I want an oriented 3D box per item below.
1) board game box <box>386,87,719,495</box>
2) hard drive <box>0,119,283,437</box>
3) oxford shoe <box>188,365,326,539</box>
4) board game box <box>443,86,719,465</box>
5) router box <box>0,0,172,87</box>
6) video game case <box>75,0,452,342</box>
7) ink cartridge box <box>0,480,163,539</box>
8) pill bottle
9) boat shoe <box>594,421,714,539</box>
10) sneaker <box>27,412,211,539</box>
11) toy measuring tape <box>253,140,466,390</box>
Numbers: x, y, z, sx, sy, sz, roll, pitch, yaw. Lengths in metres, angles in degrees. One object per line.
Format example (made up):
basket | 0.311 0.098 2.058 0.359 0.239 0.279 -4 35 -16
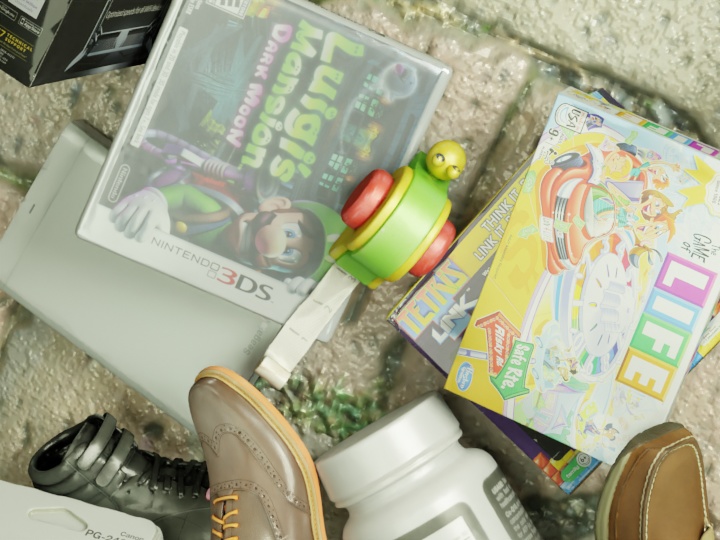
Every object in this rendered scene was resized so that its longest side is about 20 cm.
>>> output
board game box | 0.142 0.014 1.313 0.165 0.057 0.200 45 111 7
hard drive | -0.147 0.008 1.422 0.200 0.026 0.132 36 110 9
oxford shoe | -0.067 0.158 1.328 0.071 0.073 0.200 -27 89 50
board game box | 0.148 0.007 1.261 0.134 0.034 0.200 24 108 13
router box | -0.146 -0.200 1.285 0.052 0.200 0.157 33 108 10
video game case | -0.063 -0.077 1.341 0.181 0.023 0.200 23 102 -7
ink cartridge box | -0.209 0.255 1.427 0.145 0.083 0.200 12 128 16
pill bottle | 0.060 0.186 1.344 0.114 0.114 0.200 -30 90 21
boat shoe | 0.190 0.186 1.262 0.074 0.076 0.200 35 137 45
sneaker | -0.140 0.142 1.410 0.200 0.071 0.099 -14 119 24
toy measuring tape | 0.000 0.000 1.314 0.074 0.074 0.200 40 100 7
